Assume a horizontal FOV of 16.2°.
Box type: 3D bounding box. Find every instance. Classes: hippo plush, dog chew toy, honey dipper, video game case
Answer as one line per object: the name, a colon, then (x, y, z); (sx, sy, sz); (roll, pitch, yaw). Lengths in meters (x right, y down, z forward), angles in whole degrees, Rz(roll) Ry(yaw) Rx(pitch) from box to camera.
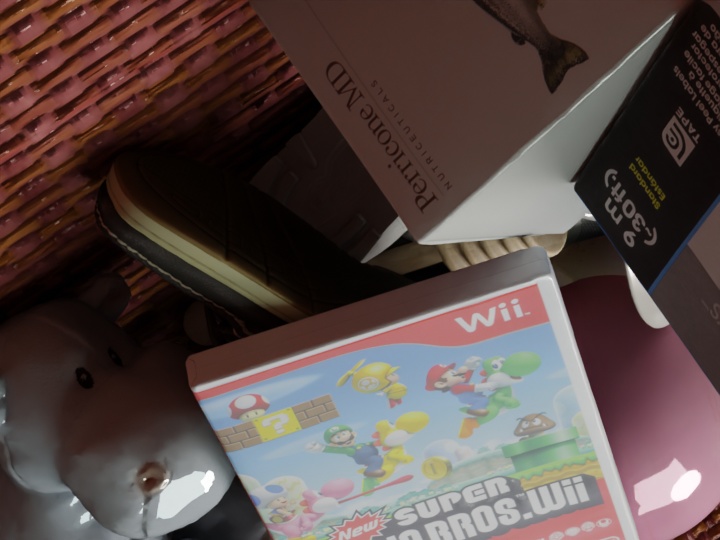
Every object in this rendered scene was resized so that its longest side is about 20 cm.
hippo plush: (-0.104, 0.077, 1.075); (0.159, 0.200, 0.161); (-39, 146, -45)
dog chew toy: (0.067, 0.077, 1.138); (0.200, 0.125, 0.125); (-15, 166, 6)
honey dipper: (0.000, 0.000, 1.116); (0.200, 0.038, 0.038); (-17, 177, 36)
video game case: (0.027, 0.076, 1.013); (0.143, 0.017, 0.200); (-18, 140, 4)

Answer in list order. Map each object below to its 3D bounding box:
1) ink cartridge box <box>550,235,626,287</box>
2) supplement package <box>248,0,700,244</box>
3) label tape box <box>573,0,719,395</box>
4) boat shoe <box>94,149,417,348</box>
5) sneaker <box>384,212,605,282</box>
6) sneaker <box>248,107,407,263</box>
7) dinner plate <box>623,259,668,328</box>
ink cartridge box: (0.138, -0.012, 1.289); (0.116, 0.200, 0.068); (-29, 127, -19)
supplement package: (0.083, -0.115, 0.890); (0.200, 0.117, 0.117); (-43, 163, 25)
label tape box: (0.146, 0.000, 0.867); (0.063, 0.144, 0.200); (-25, 161, -28)
boat shoe: (-0.028, 0.022, 0.996); (0.200, 0.073, 0.065); (31, 116, -28)
sneaker: (0.065, -0.037, 1.201); (0.200, 0.075, 0.085); (-7, 156, -43)
sneaker: (0.034, -0.068, 1.040); (0.200, 0.076, 0.080); (-36, 176, 25)
dinner plate: (0.145, -0.074, 1.059); (0.024, 0.200, 0.200); (5, 178, 20)
